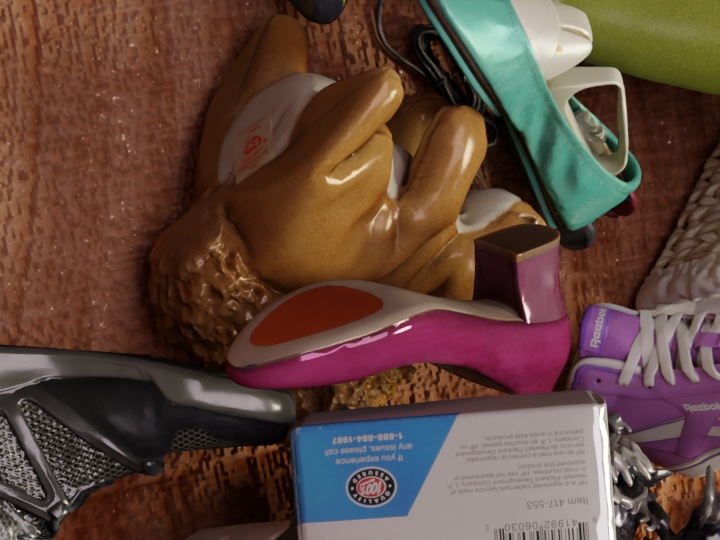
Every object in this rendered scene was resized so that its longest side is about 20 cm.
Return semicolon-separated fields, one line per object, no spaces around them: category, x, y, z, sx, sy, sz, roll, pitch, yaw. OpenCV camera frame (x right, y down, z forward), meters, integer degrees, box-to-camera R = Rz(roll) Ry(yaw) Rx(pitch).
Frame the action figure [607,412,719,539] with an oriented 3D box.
action figure;0.151;0.133;1.398;0.119;0.102;0.200;2;44;-36

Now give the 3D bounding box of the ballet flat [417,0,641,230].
ballet flat;0.092;-0.098;1.360;0.070;0.067;0.200;-26;137;9

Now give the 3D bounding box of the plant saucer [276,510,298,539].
plant saucer;0.025;0.200;1.335;0.200;0.050;0.201;0;88;4

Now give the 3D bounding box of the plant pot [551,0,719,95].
plant pot;0.163;-0.182;1.412;0.193;0.200;0.201;2;83;-9

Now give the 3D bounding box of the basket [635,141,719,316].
basket;0.299;-0.006;1.495;0.200;0.198;0.161;34;65;-22

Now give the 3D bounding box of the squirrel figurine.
squirrel figurine;0.000;0.000;1.375;0.187;0.141;0.200;38;81;-32

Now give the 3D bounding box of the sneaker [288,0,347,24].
sneaker;-0.092;-0.186;1.368;0.200;0.074;0.081;38;73;-13

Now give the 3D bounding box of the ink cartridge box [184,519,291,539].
ink cartridge box;-0.105;0.207;1.278;0.200;0.116;0.068;-44;104;-26

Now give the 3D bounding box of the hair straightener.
hair straightener;0.070;-0.094;1.460;0.077;0.041;0.200;-39;103;-28

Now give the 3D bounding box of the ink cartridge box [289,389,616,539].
ink cartridge box;0.049;0.163;1.262;0.146;0.086;0.200;-4;93;2

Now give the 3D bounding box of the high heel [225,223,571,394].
high heel;0.023;0.048;1.282;0.200;0.067;0.096;-17;117;-30

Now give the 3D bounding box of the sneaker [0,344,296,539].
sneaker;-0.132;0.093;1.283;0.199;0.076;0.114;2;90;-8

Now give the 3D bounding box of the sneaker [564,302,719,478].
sneaker;0.176;0.047;1.414;0.114;0.200;0.073;29;56;-15

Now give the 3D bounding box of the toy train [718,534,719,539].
toy train;0.168;0.185;1.489;0.200;0.034;0.046;-41;94;-27
